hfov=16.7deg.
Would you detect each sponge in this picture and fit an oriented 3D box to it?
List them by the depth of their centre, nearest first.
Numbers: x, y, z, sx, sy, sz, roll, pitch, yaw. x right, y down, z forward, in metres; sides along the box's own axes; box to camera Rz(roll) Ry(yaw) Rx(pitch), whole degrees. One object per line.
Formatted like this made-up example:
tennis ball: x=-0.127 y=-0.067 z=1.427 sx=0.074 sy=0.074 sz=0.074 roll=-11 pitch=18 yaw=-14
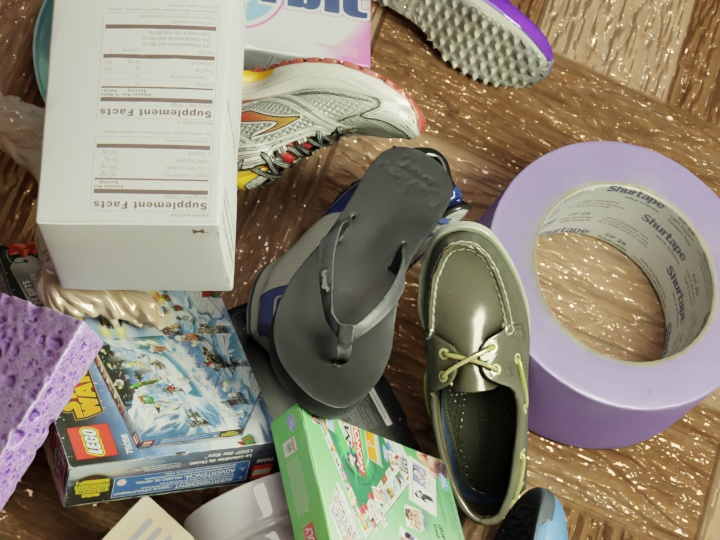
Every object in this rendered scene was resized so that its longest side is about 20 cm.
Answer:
sponge: x=-0.250 y=0.106 z=1.490 sx=0.112 sy=0.030 sz=0.200 roll=18 pitch=69 yaw=37

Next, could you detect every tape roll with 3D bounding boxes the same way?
tape roll: x=0.168 y=0.017 z=1.702 sx=0.200 sy=0.085 sz=0.200 roll=7 pitch=65 yaw=-15

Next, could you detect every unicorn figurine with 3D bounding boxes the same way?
unicorn figurine: x=-0.176 y=-0.058 z=1.577 sx=0.137 sy=0.074 sz=0.200 roll=-1 pitch=52 yaw=-3

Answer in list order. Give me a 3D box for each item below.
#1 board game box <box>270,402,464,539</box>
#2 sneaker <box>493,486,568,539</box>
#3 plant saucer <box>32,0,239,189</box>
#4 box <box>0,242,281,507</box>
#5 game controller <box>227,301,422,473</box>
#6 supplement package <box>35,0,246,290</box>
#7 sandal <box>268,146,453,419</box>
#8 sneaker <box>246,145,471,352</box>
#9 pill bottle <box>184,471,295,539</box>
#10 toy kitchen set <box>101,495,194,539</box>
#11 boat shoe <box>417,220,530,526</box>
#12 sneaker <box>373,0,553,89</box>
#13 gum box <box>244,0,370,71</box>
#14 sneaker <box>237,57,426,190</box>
board game box: x=0.019 y=0.185 z=1.482 sx=0.135 sy=0.029 sz=0.200 roll=25 pitch=39 yaw=-40
sneaker: x=0.119 y=0.243 z=1.600 sx=0.078 sy=0.066 sz=0.200 roll=18 pitch=65 yaw=-20
plant saucer: x=-0.130 y=-0.137 z=1.700 sx=0.200 sy=0.027 sz=0.200 roll=7 pitch=66 yaw=-16
box: x=-0.146 y=0.057 z=1.559 sx=0.137 sy=0.040 sz=0.200 roll=-5 pitch=45 yaw=-21
game controller: x=-0.019 y=0.103 z=1.631 sx=0.104 sy=0.042 sz=0.200 roll=-17 pitch=73 yaw=-40
supplement package: x=-0.131 y=-0.099 z=1.502 sx=0.109 sy=0.114 sz=0.200 roll=1 pitch=68 yaw=2
sandal: x=0.000 y=-0.001 z=1.528 sx=0.076 sy=0.043 sz=0.200 roll=24 pitch=60 yaw=-4
sneaker: x=0.006 y=-0.023 z=1.622 sx=0.081 sy=0.115 sz=0.199 roll=39 pitch=47 yaw=-5
pill bottle: x=-0.031 y=0.230 z=1.518 sx=0.120 sy=0.120 sz=0.200 roll=-17 pitch=74 yaw=-25
toy kitchen set: x=-0.111 y=0.258 z=1.454 sx=0.200 sy=0.163 sz=0.180 roll=42 pitch=61 yaw=2
boat shoe: x=0.076 y=0.069 z=1.596 sx=0.072 sy=0.060 sz=0.202 roll=-5 pitch=112 yaw=6
sneaker: x=0.067 y=-0.219 z=1.780 sx=0.200 sy=0.070 sz=0.100 roll=35 pitch=56 yaw=-3
gum box: x=-0.096 y=-0.189 z=1.681 sx=0.200 sy=0.066 sz=0.114 roll=7 pitch=66 yaw=-16
sneaker: x=-0.053 y=-0.090 z=1.626 sx=0.200 sy=0.078 sz=0.082 roll=-2 pitch=73 yaw=17
